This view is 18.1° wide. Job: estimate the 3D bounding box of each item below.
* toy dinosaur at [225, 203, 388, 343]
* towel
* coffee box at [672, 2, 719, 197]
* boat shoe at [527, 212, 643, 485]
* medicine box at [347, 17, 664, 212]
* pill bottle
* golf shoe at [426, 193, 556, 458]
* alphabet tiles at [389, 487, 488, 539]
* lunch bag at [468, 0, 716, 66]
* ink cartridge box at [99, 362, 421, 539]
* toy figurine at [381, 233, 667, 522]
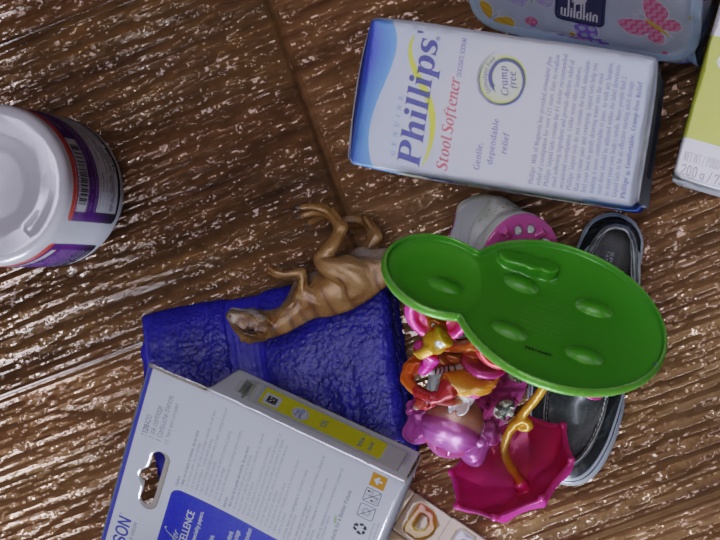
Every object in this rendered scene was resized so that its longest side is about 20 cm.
[{"bbox_3d":[0.000,0.000,1.631,0.199,0.060,0.107,-21,59,15],"label":"toy dinosaur"},{"bbox_3d":[-0.062,0.086,1.666,0.199,0.050,0.149,-11,85,9],"label":"towel"},{"bbox_3d":[0.332,-0.130,1.529,0.198,0.200,0.199,16,93,8],"label":"coffee box"},{"bbox_3d":[0.159,0.057,1.623,0.072,0.071,0.202,9,92,9],"label":"boat shoe"},{"bbox_3d":[0.107,-0.106,1.574,0.198,0.182,0.104,9,92,9],"label":"medicine box"},{"bbox_3d":[-0.235,-0.058,1.621,0.111,0.200,0.112,0,90,9],"label":"pill bottle"},{"bbox_3d":[0.084,0.038,1.643,0.075,0.092,0.201,5,113,-30],"label":"golf shoe"},{"bbox_3d":[-0.003,0.234,1.684,0.199,0.008,0.168,33,95,8],"label":"alphabet tiles"},{"bbox_3d":[0.163,-0.213,1.553,0.168,0.200,0.128,14,88,9],"label":"lunch bag"},{"bbox_3d":[-0.077,0.171,1.628,0.199,0.047,0.199,26,126,9],"label":"ink cartridge box"},{"bbox_3d":[0.088,0.088,1.552,0.199,0.151,0.185,18,128,0],"label":"toy figurine"}]
